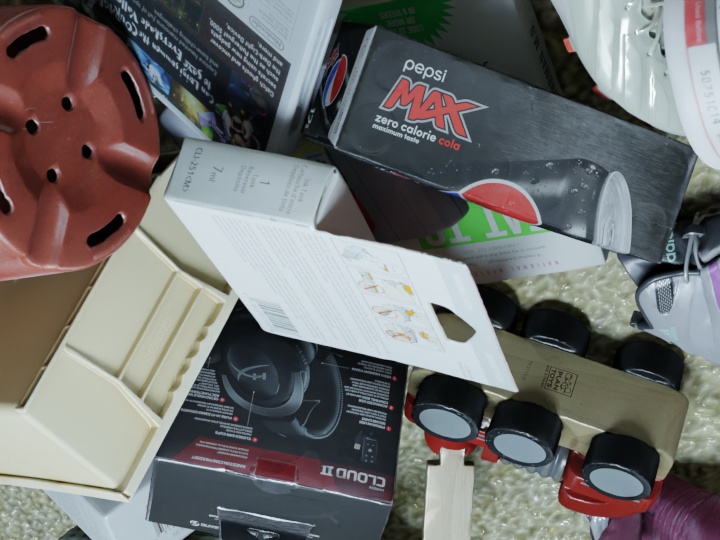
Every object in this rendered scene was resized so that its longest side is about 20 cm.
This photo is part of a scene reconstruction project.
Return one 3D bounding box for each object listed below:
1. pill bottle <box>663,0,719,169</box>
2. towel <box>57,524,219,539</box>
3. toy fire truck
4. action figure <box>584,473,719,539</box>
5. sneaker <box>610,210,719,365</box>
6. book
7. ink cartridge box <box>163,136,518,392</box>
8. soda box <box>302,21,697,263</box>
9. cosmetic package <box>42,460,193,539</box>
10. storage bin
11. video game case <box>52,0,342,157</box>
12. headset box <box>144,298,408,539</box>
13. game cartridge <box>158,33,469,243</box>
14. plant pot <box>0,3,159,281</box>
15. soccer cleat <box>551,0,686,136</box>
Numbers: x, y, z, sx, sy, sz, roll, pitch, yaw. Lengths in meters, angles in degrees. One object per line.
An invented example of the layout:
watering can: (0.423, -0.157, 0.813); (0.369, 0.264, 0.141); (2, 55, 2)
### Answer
pill bottle: (0.257, -0.116, 0.791); (0.200, 0.114, 0.114); (-7, 130, 30)
towel: (-0.095, 0.184, 1.212); (0.200, 0.193, 0.035); (1, 105, 24)
toy fire truck: (0.110, 0.130, 1.121); (0.176, 0.129, 0.200); (18, 150, 5)
action figure: (0.223, 0.171, 1.114); (0.200, 0.134, 0.149); (21, 109, 42)
sneaker: (0.203, -0.015, 0.948); (0.140, 0.078, 0.200); (17, 138, 6)
book: (0.058, -0.083, 0.973); (0.133, 0.048, 0.200); (-6, 127, 28)
ink cartridge box: (0.000, 0.000, 0.944); (0.173, 0.044, 0.200); (12, 160, 18)
soda box: (0.076, -0.067, 0.884); (0.200, 0.071, 0.063); (18, -176, -19)
cosmetic package: (-0.187, 0.116, 1.177); (0.200, 0.101, 0.071); (35, 151, 39)
storage bin: (-0.189, 0.031, 1.053); (0.200, 0.199, 0.094); (-2, 143, 47)
video game case: (-0.096, -0.165, 0.910); (0.200, 0.023, 0.182); (42, 141, 17)
headset box: (-0.049, 0.090, 1.061); (0.148, 0.200, 0.077); (11, 139, -4)
game cartridge: (-0.037, -0.072, 0.980); (0.200, 0.041, 0.133); (-9, 117, 52)
plant pot: (-0.237, -0.073, 0.972); (0.195, 0.201, 0.201); (-1, 134, 38)
soccer cleat: (0.133, -0.147, 0.847); (0.200, 0.069, 0.078); (47, 148, -19)
